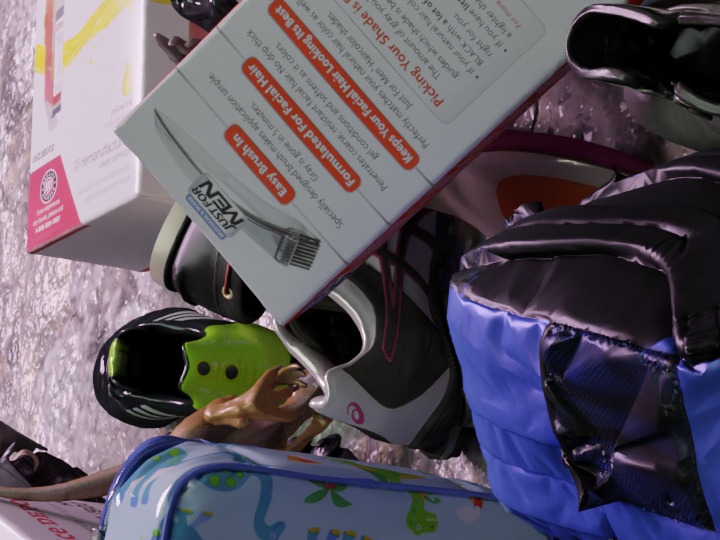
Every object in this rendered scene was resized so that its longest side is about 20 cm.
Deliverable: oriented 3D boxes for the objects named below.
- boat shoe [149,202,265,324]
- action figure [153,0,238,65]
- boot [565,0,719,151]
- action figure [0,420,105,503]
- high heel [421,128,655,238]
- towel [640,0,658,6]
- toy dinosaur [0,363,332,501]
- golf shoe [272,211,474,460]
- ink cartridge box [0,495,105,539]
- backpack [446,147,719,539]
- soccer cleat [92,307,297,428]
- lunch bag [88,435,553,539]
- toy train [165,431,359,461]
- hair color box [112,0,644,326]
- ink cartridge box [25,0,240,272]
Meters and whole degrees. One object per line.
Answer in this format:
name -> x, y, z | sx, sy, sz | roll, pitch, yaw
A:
boat shoe -> -0.039, -0.071, 1.353 | 0.063, 0.074, 0.202 | 26, 95, 22
action figure -> -0.033, -0.110, 1.185 | 0.119, 0.102, 0.200 | -50, 38, 7
boot -> 0.129, -0.081, 0.997 | 0.200, 0.130, 0.068 | 15, 94, 60
action figure -> -0.148, 0.145, 1.423 | 0.200, 0.130, 0.070 | 26, 87, 52
high heel -> 0.068, -0.052, 1.171 | 0.199, 0.096, 0.068 | 5, 128, 37
towel -> 0.082, -0.187, 1.111 | 0.200, 0.048, 0.172 | -15, 100, 50
toy dinosaur -> -0.077, 0.088, 1.220 | 0.106, 0.199, 0.061 | -20, 87, 57
golf shoe -> 0.000, 0.000, 1.239 | 0.077, 0.088, 0.200 | -61, 34, 32
ink cartridge box -> -0.089, 0.194, 1.221 | 0.147, 0.199, 0.145 | 22, 100, 59
backpack -> 0.126, 0.048, 0.933 | 0.200, 0.162, 0.169 | 18, 121, 56
soccer cleat -> -0.107, 0.049, 1.409 | 0.200, 0.081, 0.068 | -4, 78, 59
lunch bag -> -0.022, 0.159, 1.116 | 0.082, 0.199, 0.161 | 8, 89, 60
toy train -> -0.062, 0.107, 1.350 | 0.046, 0.034, 0.200 | -50, 22, -23
hair color box -> 0.008, -0.086, 1.084 | 0.200, 0.064, 0.111 | -42, 86, 18
ink cartridge box -> -0.119, -0.114, 1.473 | 0.145, 0.083, 0.201 | -22, 63, 56
